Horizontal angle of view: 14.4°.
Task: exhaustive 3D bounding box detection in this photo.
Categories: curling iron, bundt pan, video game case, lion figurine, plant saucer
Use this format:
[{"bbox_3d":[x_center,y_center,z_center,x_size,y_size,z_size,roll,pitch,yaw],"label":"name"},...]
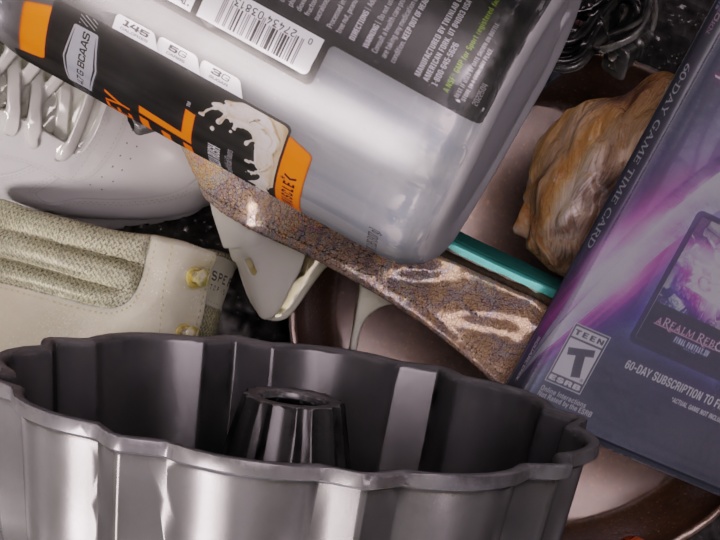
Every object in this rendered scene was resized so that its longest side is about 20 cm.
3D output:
[{"bbox_3d":[0.014,-0.078,1.005,0.199,0.026,0.050,-12,51,-13],"label":"curling iron"},{"bbox_3d":[-0.025,0.077,0.927,0.201,0.202,0.076,6,98,-6],"label":"bundt pan"},{"bbox_3d":[0.156,-0.015,1.013,0.143,0.019,0.200,23,102,-25],"label":"video game case"},{"bbox_3d":[0.163,-0.030,1.049,0.199,0.072,0.123,20,92,-9],"label":"lion figurine"},{"bbox_3d":[0.070,0.015,1.085,0.200,0.034,0.201,0,87,-7],"label":"plant saucer"}]

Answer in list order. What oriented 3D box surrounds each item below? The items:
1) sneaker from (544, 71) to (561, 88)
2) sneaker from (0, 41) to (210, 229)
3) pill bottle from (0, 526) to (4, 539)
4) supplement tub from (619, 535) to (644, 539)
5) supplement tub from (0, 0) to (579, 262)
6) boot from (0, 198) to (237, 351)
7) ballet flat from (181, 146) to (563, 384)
[{"bbox_3d":[0.065,-0.129,1.076,0.066,0.078,0.200,40,79,-19],"label":"sneaker"},{"bbox_3d":[-0.139,-0.070,1.044,0.199,0.080,0.077,20,82,-6],"label":"sneaker"},{"bbox_3d":[-0.143,0.177,0.962,0.112,0.112,0.201,-10,97,-7],"label":"pill bottle"},{"bbox_3d":[0.032,0.179,0.979,0.200,0.123,0.123,-28,89,-13],"label":"supplement tub"},{"bbox_3d":[-0.037,-0.098,0.925,0.200,0.123,0.123,29,83,7],"label":"supplement tub"},{"bbox_3d":[-0.066,0.069,1.048,0.199,0.072,0.155,20,81,-4],"label":"boot"},{"bbox_3d":[0.000,0.000,1.031,0.200,0.068,0.067,31,99,-1],"label":"ballet flat"}]
